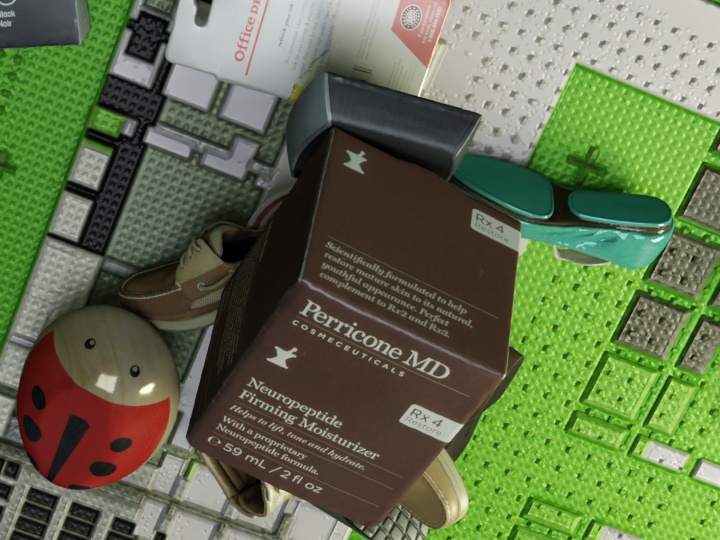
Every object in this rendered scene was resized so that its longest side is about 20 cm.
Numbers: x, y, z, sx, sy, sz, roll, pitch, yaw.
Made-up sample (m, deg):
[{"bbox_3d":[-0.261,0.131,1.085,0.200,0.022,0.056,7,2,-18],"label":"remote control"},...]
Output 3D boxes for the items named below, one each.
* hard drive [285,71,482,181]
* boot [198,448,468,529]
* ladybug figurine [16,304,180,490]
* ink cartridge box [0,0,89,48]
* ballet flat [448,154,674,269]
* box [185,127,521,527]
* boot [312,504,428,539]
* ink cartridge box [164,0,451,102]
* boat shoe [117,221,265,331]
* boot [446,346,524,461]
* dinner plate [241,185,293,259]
[{"bbox_3d":[0.010,-0.095,1.492,0.134,0.200,0.043,15,78,-8],"label":"hard drive"},{"bbox_3d":[-0.023,0.155,1.530,0.200,0.155,0.073,47,138,4],"label":"boot"},{"bbox_3d":[-0.224,0.115,1.618,0.135,0.072,0.201,27,131,0],"label":"ladybug figurine"},{"bbox_3d":[-0.314,-0.265,1.484,0.196,0.043,0.202,-3,113,0],"label":"ink cartridge box"},{"bbox_3d":[0.154,-0.038,1.589,0.198,0.068,0.071,12,128,-5],"label":"ballet flat"},{"bbox_3d":[-0.005,0.044,1.420,0.165,0.165,0.200,25,132,-13],"label":"box"},{"bbox_3d":[-0.040,0.169,1.653,0.199,0.130,0.068,37,70,-11],"label":"boot"},{"bbox_3d":[-0.042,-0.194,1.509,0.198,0.068,0.117,15,113,-10],"label":"ink cartridge box"},{"bbox_3d":[-0.105,-0.005,1.571,0.198,0.076,0.074,-9,120,23],"label":"boat shoe"},{"bbox_3d":[0.059,0.128,1.671,0.075,0.074,0.201,37,113,12],"label":"boot"},{"bbox_3d":[0.000,0.000,1.594,0.198,0.024,0.201,11,133,12],"label":"dinner plate"}]
